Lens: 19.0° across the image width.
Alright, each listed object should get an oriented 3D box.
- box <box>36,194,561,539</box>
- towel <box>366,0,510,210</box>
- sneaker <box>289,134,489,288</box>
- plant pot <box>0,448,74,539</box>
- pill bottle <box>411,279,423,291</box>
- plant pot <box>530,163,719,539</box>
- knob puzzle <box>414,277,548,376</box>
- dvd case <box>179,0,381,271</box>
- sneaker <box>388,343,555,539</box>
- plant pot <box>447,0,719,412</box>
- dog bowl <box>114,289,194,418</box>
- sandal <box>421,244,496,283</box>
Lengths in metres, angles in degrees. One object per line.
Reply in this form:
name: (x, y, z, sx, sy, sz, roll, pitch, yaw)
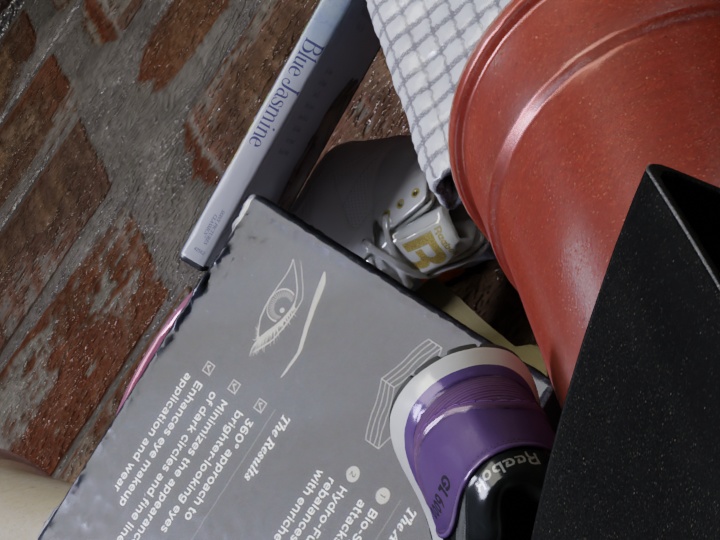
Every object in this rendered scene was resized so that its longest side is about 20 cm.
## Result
box: (-0.009, 0.105, 0.992, 0.200, 0.117, 0.197, 33, 90, 36)
towel: (0.103, -0.131, 0.962, 0.200, 0.085, 0.166, -40, 48, 27)
sneaker: (0.000, 0.000, 1.124, 0.115, 0.074, 0.201, -12, 43, 47)
plant pot: (-0.195, 0.204, 1.319, 0.183, 0.200, 0.201, -9, 51, 49)
pill bottle: (-0.048, 0.079, 1.232, 0.116, 0.115, 0.201, -11, 51, 62)
plant pot: (0.151, 0.113, 0.655, 0.178, 0.199, 0.200, -61, 19, 20)
knob puzzle: (0.024, 0.114, 1.092, 0.219, 0.030, 0.220, -21, 43, 21)
dvd case: (-0.025, -0.090, 1.129, 0.201, 0.017, 0.143, -61, -8, 5)
sneaker: (0.070, 0.127, 0.816, 0.075, 0.200, 0.088, -29, 38, 0)
plant pot: (0.145, 0.000, 0.834, 0.201, 0.200, 0.196, -46, 32, 28)
dog bowl: (-0.089, 0.084, 1.376, 0.200, 0.074, 0.201, -46, 23, 27)
sandal: (0.046, -0.036, 1.252, 0.206, 0.079, 0.059, -12, 47, 51)
